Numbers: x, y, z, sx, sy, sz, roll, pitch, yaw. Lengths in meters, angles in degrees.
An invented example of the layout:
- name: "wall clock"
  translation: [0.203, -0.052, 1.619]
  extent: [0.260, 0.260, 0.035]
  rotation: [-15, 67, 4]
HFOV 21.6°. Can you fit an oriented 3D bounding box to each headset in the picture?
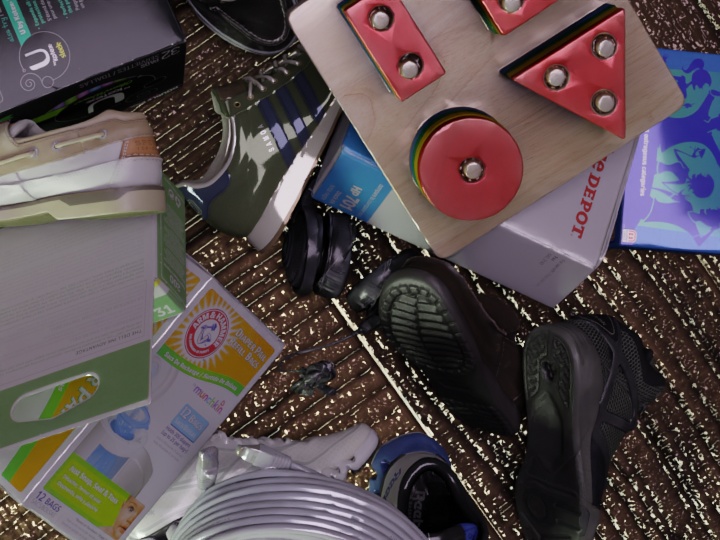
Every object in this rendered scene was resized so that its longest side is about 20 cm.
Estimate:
- name: "headset"
  translation: [0.000, 0.000, 1.362]
  extent: [0.123, 0.094, 0.200]
  rotation: [28, 73, -6]

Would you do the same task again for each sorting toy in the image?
- name: "sorting toy"
  translation: [0.088, -0.136, 1.235]
  extent: [0.200, 0.070, 0.199]
  rotation: [-33, 104, 1]

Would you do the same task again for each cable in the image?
- name: "cable"
  translation: [-0.039, 0.224, 1.287]
  extent: [0.200, 0.069, 0.200]
  rotation: [17, 125, -1]

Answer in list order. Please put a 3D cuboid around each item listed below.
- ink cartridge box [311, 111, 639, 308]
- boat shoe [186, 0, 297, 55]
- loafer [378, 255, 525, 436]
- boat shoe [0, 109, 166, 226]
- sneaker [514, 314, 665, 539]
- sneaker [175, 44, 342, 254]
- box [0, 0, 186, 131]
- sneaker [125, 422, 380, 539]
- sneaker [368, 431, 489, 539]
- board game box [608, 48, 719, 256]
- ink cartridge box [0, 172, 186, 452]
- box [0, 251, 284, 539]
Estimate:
- name: "ink cartridge box"
  translation: [0.085, -0.085, 1.358]
  extent: [0.200, 0.086, 0.147]
  rotation: [26, 60, -8]
- name: "boat shoe"
  translation: [-0.102, -0.216, 1.324]
  extent: [0.071, 0.064, 0.200]
  rotation: [-40, 130, 3]
- name: "loafer"
  translation: [0.072, 0.043, 1.348]
  extent: [0.073, 0.200, 0.071]
  rotation: [12, 63, 29]
- name: "boat shoe"
  translation: [-0.220, -0.065, 1.242]
  extent: [0.200, 0.075, 0.068]
  rotation: [-4, 90, 18]
- name: "sneaker"
  translation: [0.173, 0.123, 1.391]
  extent: [0.114, 0.076, 0.200]
  rotation: [-16, 113, -39]
- name: "sneaker"
  translation: [-0.064, -0.119, 1.366]
  extent: [0.090, 0.067, 0.200]
  rotation: [26, 91, -10]
- name: "box"
  translation: [-0.235, -0.160, 1.301]
  extent: [0.200, 0.149, 0.124]
  rotation: [-23, 86, -8]
- name: "sneaker"
  translation: [-0.083, 0.147, 1.360]
  extent: [0.200, 0.075, 0.081]
  rotation: [-22, 83, -9]
- name: "sneaker"
  translation: [0.046, 0.219, 1.352]
  extent: [0.080, 0.115, 0.200]
  rotation: [-4, 89, -8]
- name: "board game box"
  translation: [0.291, -0.085, 1.433]
  extent: [0.200, 0.045, 0.152]
  rotation: [4, 88, -9]
- name: "ink cartridge box"
  translation: [-0.187, 0.036, 1.237]
  extent: [0.145, 0.048, 0.200]
  rotation: [-19, 50, 17]
- name: "box"
  translation: [-0.168, 0.081, 1.308]
  extent: [0.101, 0.113, 0.200]
  rotation: [34, 80, 39]
